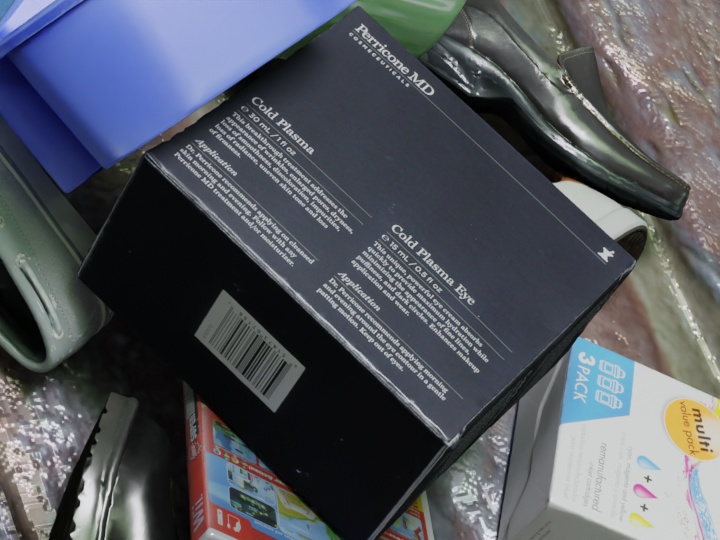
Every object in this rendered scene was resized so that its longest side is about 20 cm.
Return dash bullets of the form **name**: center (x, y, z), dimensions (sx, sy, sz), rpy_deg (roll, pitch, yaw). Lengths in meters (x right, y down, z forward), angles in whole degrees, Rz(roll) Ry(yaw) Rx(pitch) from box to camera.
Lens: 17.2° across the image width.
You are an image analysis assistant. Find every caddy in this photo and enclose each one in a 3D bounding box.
- **caddy**: center (-0.098, -0.127, 1.145), dimensions (0.200, 0.141, 0.105), rpy_deg (-36, 98, -25)

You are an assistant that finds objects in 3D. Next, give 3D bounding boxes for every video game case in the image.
- **video game case**: center (-0.026, 0.096, 1.191), dimensions (0.143, 0.017, 0.200), rpy_deg (28, 28, -24)

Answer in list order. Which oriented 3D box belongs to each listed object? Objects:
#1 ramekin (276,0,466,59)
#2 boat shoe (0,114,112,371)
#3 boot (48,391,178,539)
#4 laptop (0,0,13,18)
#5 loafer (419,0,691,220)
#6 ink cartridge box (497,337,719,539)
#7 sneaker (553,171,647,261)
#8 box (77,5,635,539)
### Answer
- **ramekin**: center (-0.006, -0.208, 1.361), dimensions (0.097, 0.200, 0.201), rpy_deg (13, 52, -30)
- **boat shoe**: center (-0.202, -0.035, 1.176), dimensions (0.201, 0.070, 0.072), rpy_deg (49, 45, -13)
- **boot**: center (-0.073, 0.170, 1.129), dimensions (0.157, 0.079, 0.212), rpy_deg (15, 58, -15)
- **laptop**: center (-0.223, -0.173, 1.263), dimensions (0.199, 0.116, 0.188), rpy_deg (4, 56, -27)
- **loafer**: center (0.118, -0.104, 1.414), dimensions (0.200, 0.073, 0.072), rpy_deg (35, 87, 0)
- **ink cartridge box**: center (0.182, 0.132, 1.306), dimensions (0.199, 0.068, 0.116), rpy_deg (24, 50, -13)
- **sneaker**: center (0.070, -0.002, 1.349), dimensions (0.085, 0.073, 0.200), rpy_deg (41, 42, 25)
- **box**: center (0.000, 0.000, 1.179), dimensions (0.200, 0.104, 0.182), rpy_deg (44, 46, 8)
